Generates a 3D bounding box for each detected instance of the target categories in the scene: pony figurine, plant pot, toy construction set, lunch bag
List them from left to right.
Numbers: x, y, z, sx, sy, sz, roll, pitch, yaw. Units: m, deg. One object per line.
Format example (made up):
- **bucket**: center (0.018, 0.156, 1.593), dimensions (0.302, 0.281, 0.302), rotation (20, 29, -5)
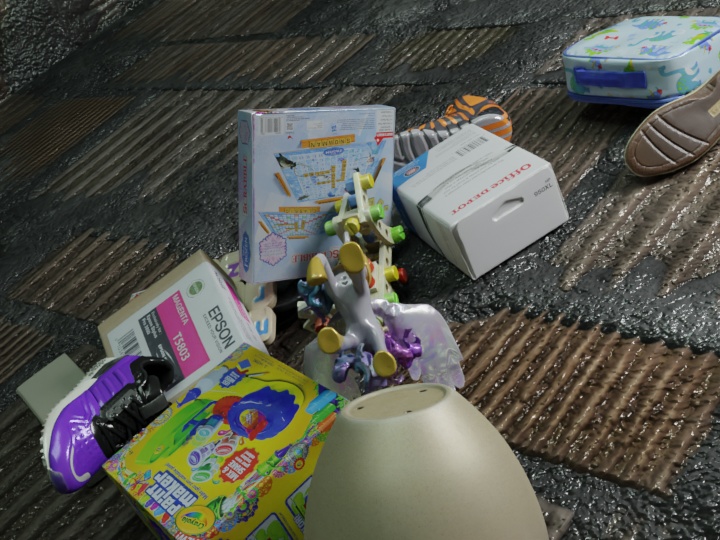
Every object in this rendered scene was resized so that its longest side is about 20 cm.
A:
- **toy construction set**: center (0.000, 0.000, 1.168), dimensions (0.091, 0.132, 0.202), rotation (-4, 49, 29)
- **pony figurine**: center (0.005, 0.057, 1.006), dimensions (0.165, 0.195, 0.200), rotation (-17, 2, 5)
- **plant pot**: center (0.042, 0.168, 0.814), dimensions (0.198, 0.136, 0.200), rotation (-11, 8, 1)
- **lunch bag**: center (0.372, -0.270, 1.328), dimensions (0.160, 0.083, 0.199), rotation (-30, 27, -30)

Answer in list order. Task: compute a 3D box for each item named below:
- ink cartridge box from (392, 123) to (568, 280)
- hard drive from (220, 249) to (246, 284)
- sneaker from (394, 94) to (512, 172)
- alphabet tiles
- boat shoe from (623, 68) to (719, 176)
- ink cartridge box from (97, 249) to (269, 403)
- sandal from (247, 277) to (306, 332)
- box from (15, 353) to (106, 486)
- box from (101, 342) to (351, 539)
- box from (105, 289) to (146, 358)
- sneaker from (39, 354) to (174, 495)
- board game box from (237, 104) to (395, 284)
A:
- **ink cartridge box**: center (0.139, -0.089, 1.255), dimensions (0.144, 0.085, 0.200), rotation (-32, 29, -8)
- **hard drive**: center (-0.100, -0.032, 1.363), dimensions (0.198, 0.038, 0.140), rotation (-26, 11, 2)
- **sneaker**: center (0.115, -0.189, 1.452), dimensions (0.197, 0.078, 0.112), rotation (-12, 28, 5)
- **alphabet tiles**: center (-0.192, 0.070, 1.254), dimensions (0.198, 0.015, 0.197), rotation (-17, 51, 18)
- **boat shoe**: center (0.400, -0.177, 1.216), dimensions (0.201, 0.075, 0.075), rotation (-34, -5, 2)
- **ink cartridge box**: center (-0.201, 0.098, 1.180), dimensions (0.164, 0.075, 0.201), rotation (-37, 46, 3)
- **sandal**: center (-0.126, 0.053, 1.296), dimensions (0.199, 0.048, 0.076), rotation (-23, 30, 30)
- **box**: center (-0.348, 0.179, 1.250), dimensions (0.082, 0.069, 0.199), rotation (-37, 31, -18)
- **box**: center (-0.106, 0.198, 0.974), dimensions (0.192, 0.123, 0.199), rotation (-41, 33, -21)
- **box**: center (-0.276, 0.088, 1.365), dimensions (0.109, 0.035, 0.201), rotation (-18, 31, 15)
- **sneaker**: center (-0.246, 0.145, 1.038), dimensions (0.098, 0.070, 0.201), rotation (-9, 27, 16)
- **board game box**: center (-0.052, -0.095, 1.230), dimensions (0.198, 0.202, 0.041), rotation (-7, 16, -31)
